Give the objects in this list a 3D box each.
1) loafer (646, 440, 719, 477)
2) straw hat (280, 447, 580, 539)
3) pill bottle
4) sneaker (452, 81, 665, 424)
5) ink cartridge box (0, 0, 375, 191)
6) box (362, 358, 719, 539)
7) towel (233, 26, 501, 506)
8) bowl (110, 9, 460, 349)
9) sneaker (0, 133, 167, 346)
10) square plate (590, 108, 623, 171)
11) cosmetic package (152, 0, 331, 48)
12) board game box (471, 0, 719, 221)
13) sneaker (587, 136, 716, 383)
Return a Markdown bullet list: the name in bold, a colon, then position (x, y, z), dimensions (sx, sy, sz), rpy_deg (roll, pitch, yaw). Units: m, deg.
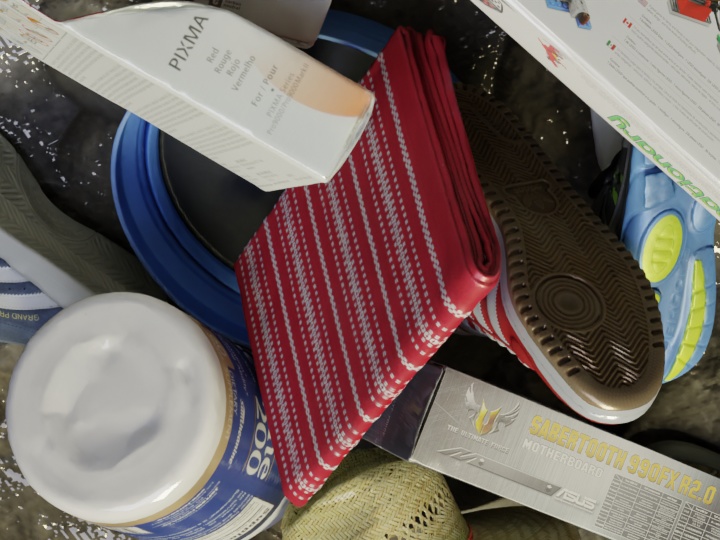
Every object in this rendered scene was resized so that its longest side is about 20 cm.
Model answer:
- **loafer**: position (0.229, 0.158, 1.275), dimensions (0.199, 0.070, 0.075), rpy_deg (18, 128, 1)
- **straw hat**: position (0.007, 0.138, 1.258), dimensions (0.200, 0.201, 0.085), rpy_deg (-15, 108, 23)
- **pill bottle**: position (-0.093, 0.084, 1.226), dimensions (0.110, 0.112, 0.200), rpy_deg (-2, 167, 15)
- **sneaker**: position (0.067, 0.018, 1.109), dimensions (0.071, 0.200, 0.113), rpy_deg (-6, 137, -27)
- **ink cartridge box**: position (-0.101, -0.104, 1.072), dimensions (0.200, 0.162, 0.050), rpy_deg (33, 84, -10)
- **box**: position (0.080, 0.087, 1.182), dimensions (0.199, 0.158, 0.049), rpy_deg (23, 88, -24)
- **towel**: position (0.000, 0.000, 1.119), dimensions (0.022, 0.145, 0.200), rpy_deg (6, 143, -28)
- **bowl**: position (-0.025, -0.043, 1.214), dimensions (0.199, 0.039, 0.201), rpy_deg (7, 126, 9)
- **sneaker**: position (-0.196, -0.009, 1.258), dimensions (0.084, 0.075, 0.200), rpy_deg (-36, 111, 28)
- **square plate**: position (0.196, -0.135, 1.097), dimensions (0.197, 0.029, 0.201), rpy_deg (-2, 125, 15)
- **cosmetic package**: position (-0.027, -0.213, 1.037), dimensions (0.081, 0.113, 0.200), rpy_deg (13, 131, -16)
- **board game box**: position (0.142, -0.117, 1.034), dimensions (0.200, 0.126, 0.035), rpy_deg (40, 167, -13)
- **sneaker**: position (0.137, -0.047, 1.112), dimensions (0.070, 0.083, 0.201), rpy_deg (0, 116, -22)
